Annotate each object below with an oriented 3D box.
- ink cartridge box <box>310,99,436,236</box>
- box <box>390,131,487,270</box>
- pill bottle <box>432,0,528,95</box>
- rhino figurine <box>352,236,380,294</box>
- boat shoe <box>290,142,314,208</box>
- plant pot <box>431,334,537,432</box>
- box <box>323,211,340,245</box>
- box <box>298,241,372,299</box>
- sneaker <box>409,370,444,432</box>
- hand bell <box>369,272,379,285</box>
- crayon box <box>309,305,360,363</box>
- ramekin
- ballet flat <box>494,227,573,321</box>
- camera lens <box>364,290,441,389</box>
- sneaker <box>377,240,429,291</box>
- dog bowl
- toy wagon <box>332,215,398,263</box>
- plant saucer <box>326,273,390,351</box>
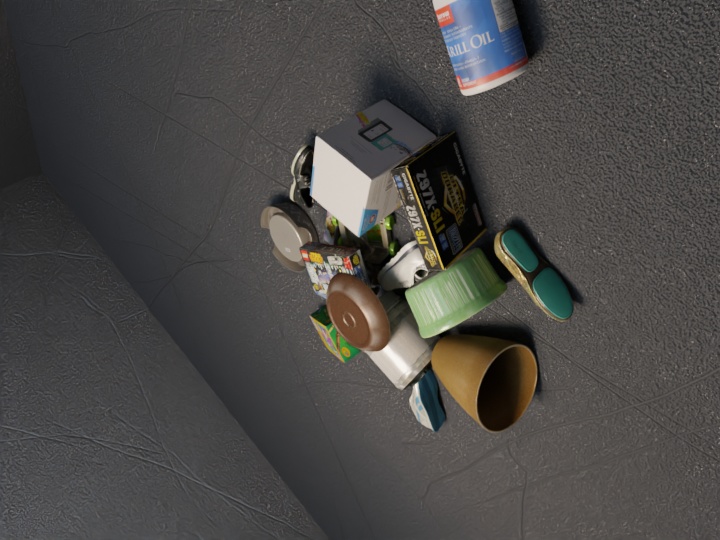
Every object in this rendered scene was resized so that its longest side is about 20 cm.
[{"bbox_3d":[0.023,-0.203,1.074,0.145,0.199,0.149,39,144,20],"label":"ink cartridge box"},{"bbox_3d":[0.149,-0.128,1.023,0.049,0.159,0.204,0,119,49],"label":"box"},{"bbox_3d":[0.171,-0.379,0.820,0.111,0.112,0.204,-1,119,50],"label":"pill bottle"},{"bbox_3d":[0.000,0.000,1.318,0.085,0.060,0.204,19,136,17],"label":"rhino figurine"},{"bbox_3d":[-0.129,-0.223,1.355,0.066,0.074,0.201,40,145,13],"label":"boat shoe"},{"bbox_3d":[0.251,0.221,1.210,0.198,0.184,0.191,22,137,55],"label":"plant pot"},{"bbox_3d":[-0.057,-0.145,1.364,0.038,0.041,0.203,38,142,21],"label":"box"},{"bbox_3d":[-0.057,0.009,1.308,0.197,0.039,0.140,11,125,49],"label":"box"},{"bbox_3d":[0.165,0.342,1.489,0.080,0.076,0.205,14,128,45],"label":"sneaker"},{"bbox_3d":[0.008,0.033,1.425,0.197,0.104,0.106,-23,102,42],"label":"hand bell"},{"bbox_3d":[-0.077,0.181,1.600,0.121,0.057,0.199,63,166,-13],"label":"crayon box"},{"bbox_3d":[0.183,0.040,1.102,0.099,0.198,0.199,59,146,2],"label":"ramekin"},{"bbox_3d":[0.319,0.008,1.029,0.201,0.070,0.071,52,146,2],"label":"ballet flat"},{"bbox_3d":[0.094,0.172,1.349,0.200,0.159,0.161,46,145,11],"label":"camera lens"},{"bbox_3d":[0.102,0.008,1.262,0.082,0.075,0.200,58,148,13],"label":"sneaker"},{"bbox_3d":[-0.195,-0.099,1.557,0.198,0.058,0.204,32,141,30],"label":"dog bowl"},{"bbox_3d":[0.009,-0.109,1.291,0.151,0.040,0.205,7,125,26],"label":"toy wagon"},{"bbox_3d":[-0.016,0.105,1.261,0.198,0.036,0.205,32,138,32],"label":"plant saucer"}]
